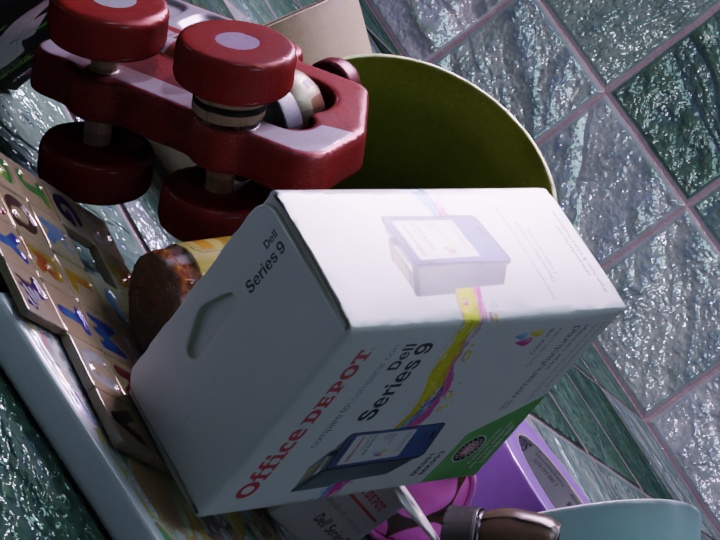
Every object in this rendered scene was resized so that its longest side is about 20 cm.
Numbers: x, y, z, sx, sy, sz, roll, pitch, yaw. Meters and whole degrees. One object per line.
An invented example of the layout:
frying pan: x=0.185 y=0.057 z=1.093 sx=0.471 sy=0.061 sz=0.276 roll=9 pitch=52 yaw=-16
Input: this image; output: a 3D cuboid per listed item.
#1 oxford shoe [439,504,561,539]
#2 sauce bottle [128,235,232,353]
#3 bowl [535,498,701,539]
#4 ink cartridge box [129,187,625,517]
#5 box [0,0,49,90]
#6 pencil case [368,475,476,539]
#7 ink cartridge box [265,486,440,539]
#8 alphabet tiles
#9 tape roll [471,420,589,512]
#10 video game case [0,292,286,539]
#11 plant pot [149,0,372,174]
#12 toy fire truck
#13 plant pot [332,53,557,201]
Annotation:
oxford shoe: x=0.093 y=0.229 z=1.144 sx=0.073 sy=0.084 sz=0.202 roll=-49 pitch=136 yaw=-69
sauce bottle: x=-0.024 y=0.008 z=1.097 sx=0.199 sy=0.066 sz=0.066 roll=-8 pitch=52 yaw=-35
bowl: x=0.121 y=0.219 z=1.256 sx=0.201 sy=0.200 sz=0.106 roll=36 pitch=39 yaw=-61
ink cartridge box: x=0.008 y=0.037 z=1.012 sx=0.199 sy=0.146 sz=0.088 roll=0 pitch=49 yaw=-45
box: x=-0.224 y=-0.201 z=1.182 sx=0.149 sy=0.124 sz=0.200 roll=55 pitch=9 yaw=5
pencil case: x=0.027 y=0.102 z=1.418 sx=0.091 sy=0.093 sz=0.200 roll=48 pitch=12 yaw=-28
ink cartridge box: x=-0.039 y=0.086 z=1.153 sx=0.200 sy=0.067 sz=0.117 roll=54 pitch=-1 yaw=27
alphabet tiles: x=-0.135 y=0.021 z=1.042 sx=0.201 sy=0.008 sz=0.167 roll=59 pitch=10 yaw=30
tape roll: x=0.126 y=0.202 z=1.573 sx=0.200 sy=0.085 sz=0.200 roll=51 pitch=11 yaw=-13
video game case: x=-0.099 y=0.099 z=1.032 sx=0.201 sy=0.023 sz=0.182 roll=55 pitch=9 yaw=9
plant pot: x=-0.051 y=-0.075 z=1.494 sx=0.187 sy=0.186 sz=0.201 roll=-65 pitch=132 yaw=-79
toy fire truck: x=-0.081 y=-0.103 z=1.172 sx=0.199 sy=0.113 sz=0.168 roll=21 pitch=30 yaw=22
plant pot: x=0.000 y=0.000 z=1.309 sx=0.186 sy=0.200 sz=0.188 roll=12 pitch=50 yaw=-15
